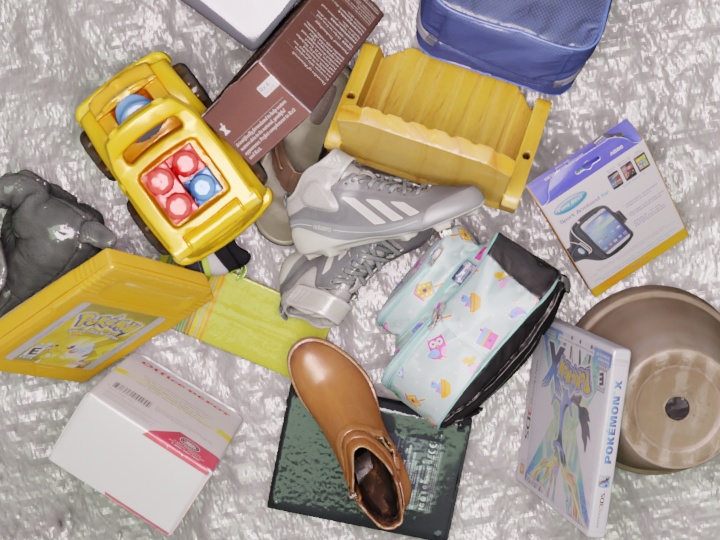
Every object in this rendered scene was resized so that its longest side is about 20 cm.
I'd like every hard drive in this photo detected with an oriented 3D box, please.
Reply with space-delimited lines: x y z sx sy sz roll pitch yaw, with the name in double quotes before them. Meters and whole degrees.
"hard drive" 0.009 0.206 1.452 0.199 0.033 0.140 11 96 -1

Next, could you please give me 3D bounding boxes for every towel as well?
"towel" -0.134 0.047 1.458 0.199 0.018 0.086 23 102 0

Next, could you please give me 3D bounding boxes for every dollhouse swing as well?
"dollhouse swing" 0.081 -0.162 1.310 0.199 0.176 0.182 19 69 5

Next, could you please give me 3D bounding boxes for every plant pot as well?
"plant pot" 0.305 0.124 1.363 0.199 0.174 0.201 0 96 4

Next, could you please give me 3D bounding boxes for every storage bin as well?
"storage bin" -0.126 -0.300 1.342 0.134 0.200 0.146 39 95 -12

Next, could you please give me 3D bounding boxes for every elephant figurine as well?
"elephant figurine" -0.356 0.008 1.408 0.141 0.155 0.200 32 92 -6

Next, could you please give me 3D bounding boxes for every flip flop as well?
"flip flop" -0.060 -0.123 1.414 0.081 0.058 0.201 25 96 0

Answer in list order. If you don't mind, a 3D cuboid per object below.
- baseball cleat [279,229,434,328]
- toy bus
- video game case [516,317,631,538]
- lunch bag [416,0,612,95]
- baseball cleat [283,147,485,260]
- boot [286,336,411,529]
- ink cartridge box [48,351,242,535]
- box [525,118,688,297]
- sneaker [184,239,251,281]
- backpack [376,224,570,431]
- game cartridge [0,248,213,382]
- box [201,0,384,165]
"baseball cleat" 0.000 0.000 1.375 0.200 0.107 0.070 -27 134 33
"toy bus" -0.185 -0.107 1.285 0.135 0.192 0.200 -36 95 1
"video game case" 0.210 0.150 1.358 0.022 0.200 0.183 5 96 -15
"lunch bag" 0.146 -0.267 1.350 0.199 0.132 0.136 20 72 2
"baseball cleat" 0.016 -0.072 1.288 0.199 0.070 0.107 -14 98 20
"boot" -0.013 0.164 1.353 0.076 0.155 0.201 -25 95 4
"ink cartridge box" -0.213 0.172 1.382 0.145 0.200 0.084 32 100 -1
"box" 0.247 -0.065 1.350 0.119 0.042 0.200 -33 137 5
"sneaker" -0.152 -0.088 1.419 0.082 0.072 0.201 -6 95 -3
"backpack" 0.101 0.057 1.365 0.153 0.176 0.200 32 93 7
"game cartridge" -0.268 0.050 1.365 0.200 0.176 0.033 -30 67 23
"box" -0.061 -0.200 1.299 0.075 0.200 0.100 45 133 -11
